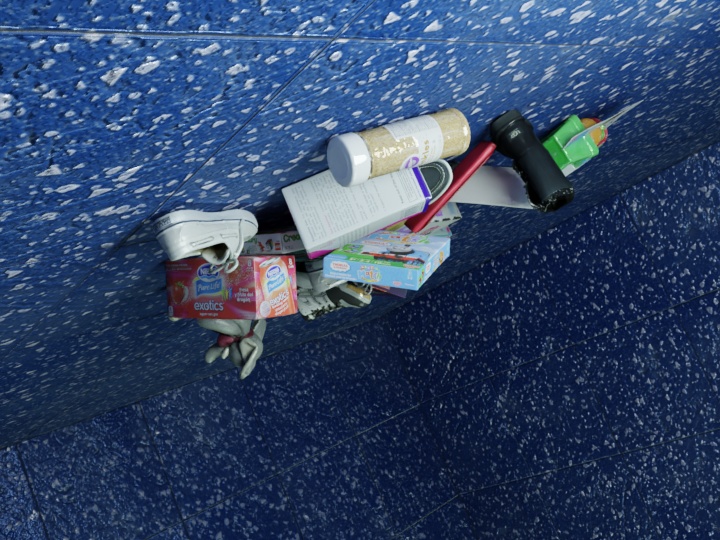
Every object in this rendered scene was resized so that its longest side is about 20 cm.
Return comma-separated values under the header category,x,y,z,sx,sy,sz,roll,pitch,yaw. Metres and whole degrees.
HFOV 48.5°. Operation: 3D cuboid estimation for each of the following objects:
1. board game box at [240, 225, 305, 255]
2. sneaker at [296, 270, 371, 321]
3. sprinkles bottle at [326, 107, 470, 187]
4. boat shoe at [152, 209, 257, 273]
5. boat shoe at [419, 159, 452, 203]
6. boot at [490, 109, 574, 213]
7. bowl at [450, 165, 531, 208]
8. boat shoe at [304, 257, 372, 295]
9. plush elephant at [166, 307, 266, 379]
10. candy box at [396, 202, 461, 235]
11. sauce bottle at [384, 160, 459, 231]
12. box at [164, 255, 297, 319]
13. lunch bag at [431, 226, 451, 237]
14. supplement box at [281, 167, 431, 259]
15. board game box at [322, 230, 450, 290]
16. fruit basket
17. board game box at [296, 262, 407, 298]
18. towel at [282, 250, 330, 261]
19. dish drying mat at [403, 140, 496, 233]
category,x,y,z,sx,sy,sz,roll,pitch,yaw
board game box,-0.106,-0.056,1.333,0.126,0.035,0.199,-2,-172,39
sneaker,-0.070,0.059,1.503,0.199,0.088,0.076,9,167,33
sprinkles bottle,0.054,-0.168,1.077,0.199,0.069,0.068,-20,172,-29
boat shoe,-0.199,-0.034,1.110,0.074,0.087,0.202,-26,171,21
boat shoe,0.064,-0.127,1.354,0.199,0.076,0.060,-29,176,34
boot,0.292,-0.173,1.349,0.076,0.169,0.200,-31,171,12
bowl,0.268,-0.159,1.522,0.199,0.075,0.199,10,-171,32
boat shoe,0.002,0.000,1.414,0.201,0.087,0.074,-18,-171,-30
plush elephant,-0.247,0.118,1.526,0.198,0.156,0.165,-2,-169,7
candy box,0.081,-0.096,1.614,0.167,0.072,0.199,-29,170,38
sauce bottle,0.100,-0.131,1.455,0.199,0.065,0.065,-30,172,1
box,-0.206,0.026,1.263,0.199,0.096,0.099,-1,-178,35
lunch bag,0.106,-0.068,1.870,0.199,0.078,0.160,-28,172,29
supplement box,-0.007,-0.105,1.201,0.199,0.104,0.101,-24,173,-4
board game box,0.046,-0.021,1.270,0.150,0.037,0.200,7,-163,18
fruit basket,0.435,-0.250,1.558,0.199,0.094,0.185,-23,173,-24
board game box,-0.025,0.004,1.559,0.165,0.057,0.200,20,171,-30
towel,-0.078,-0.048,1.459,0.146,0.022,0.200,-3,-167,34
dish drying mat,0.154,-0.144,1.374,0.200,0.018,0.077,-48,-163,4
